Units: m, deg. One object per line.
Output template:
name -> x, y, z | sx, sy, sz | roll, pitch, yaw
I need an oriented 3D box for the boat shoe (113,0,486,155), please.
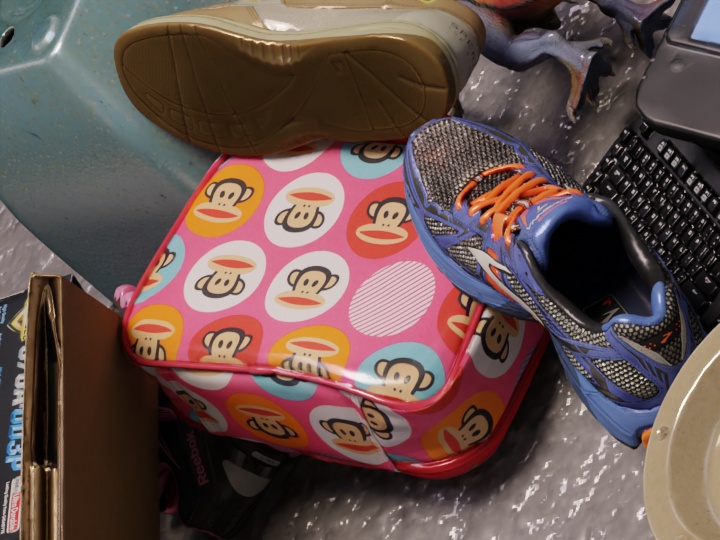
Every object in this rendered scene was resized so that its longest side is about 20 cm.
boat shoe -> -0.028, -0.100, 1.286 | 0.199, 0.074, 0.066 | 6, 34, 33

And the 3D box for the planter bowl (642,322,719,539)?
planter bowl -> 0.185, 0.083, 0.948 | 0.200, 0.134, 0.201 | -34, 37, 31

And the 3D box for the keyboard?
keyboard -> 0.150, -0.022, 1.178 | 0.104, 0.040, 0.200 | -50, 33, 11

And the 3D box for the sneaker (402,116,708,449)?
sneaker -> 0.086, -0.012, 1.140 | 0.075, 0.079, 0.200 | -37, 52, -14

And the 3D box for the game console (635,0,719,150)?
game console -> 0.210, -0.151, 1.122 | 0.175, 0.116, 0.201 | 18, 72, 35

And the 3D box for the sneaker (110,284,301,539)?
sneaker -> -0.095, 0.075, 1.396 | 0.096, 0.079, 0.200 | -64, 30, 9

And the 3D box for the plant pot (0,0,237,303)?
plant pot -> -0.104, -0.107, 1.441 | 0.196, 0.200, 0.197 | -6, 56, 50

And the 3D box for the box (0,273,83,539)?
box -> -0.212, 0.102, 1.350 | 0.158, 0.046, 0.201 | -19, 37, 13

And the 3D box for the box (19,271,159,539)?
box -> -0.124, 0.098, 1.249 | 0.021, 0.200, 0.165 | -3, 80, 8

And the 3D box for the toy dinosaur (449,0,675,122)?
toy dinosaur -> 0.066, -0.152, 1.313 | 0.181, 0.200, 0.105 | 33, 71, 27

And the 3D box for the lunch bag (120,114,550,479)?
lunch bag -> 0.000, 0.000, 1.267 | 0.199, 0.082, 0.177 | 9, 60, 34
